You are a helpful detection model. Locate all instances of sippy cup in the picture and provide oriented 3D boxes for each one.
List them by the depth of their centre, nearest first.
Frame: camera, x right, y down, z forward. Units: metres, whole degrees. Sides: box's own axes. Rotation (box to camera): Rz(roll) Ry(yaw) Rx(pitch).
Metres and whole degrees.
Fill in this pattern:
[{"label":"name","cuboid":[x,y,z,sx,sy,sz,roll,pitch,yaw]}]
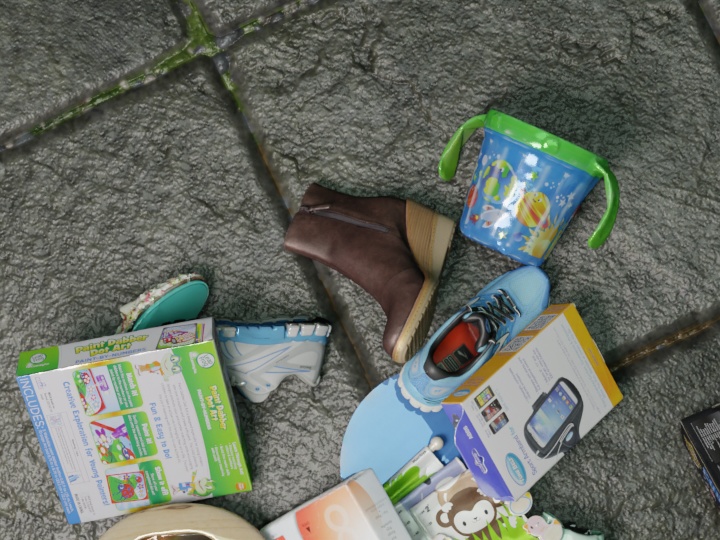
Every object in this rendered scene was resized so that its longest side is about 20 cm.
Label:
[{"label":"sippy cup","cuboid":[0.168,-0.079,1.545,0.139,0.178,0.131,20,96,-25]}]

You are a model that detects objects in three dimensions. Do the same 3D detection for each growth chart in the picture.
[{"label":"growth chart","cuboid":[0.106,0.260,1.503,0.200,0.018,0.145,41,79,18]}]

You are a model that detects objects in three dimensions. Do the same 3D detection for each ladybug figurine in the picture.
[{"label":"ladybug figurine","cuboid":[-0.178,0.304,1.533,0.198,0.072,0.137,-3,86,5]}]

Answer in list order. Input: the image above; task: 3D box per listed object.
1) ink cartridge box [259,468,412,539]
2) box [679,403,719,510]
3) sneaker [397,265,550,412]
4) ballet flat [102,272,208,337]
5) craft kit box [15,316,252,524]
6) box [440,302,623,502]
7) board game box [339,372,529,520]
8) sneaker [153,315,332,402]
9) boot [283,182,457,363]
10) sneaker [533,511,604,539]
[{"label":"ink cartridge box","cuboid":[-0.002,0.315,1.497,0.050,0.162,0.201,-20,78,-46]},{"label":"box","cuboid":[0.448,0.197,1.496,0.197,0.050,0.201,-22,50,-2]},{"label":"sneaker","cuboid":[0.128,0.064,1.530,0.078,0.090,0.200,44,67,8]},{"label":"ballet flat","cuboid":[-0.241,0.073,1.568,0.064,0.076,0.200,32,79,38]},{"label":"craft kit box","cuboid":[-0.221,0.153,1.511,0.196,0.049,0.201,-8,124,2]},{"label":"box","cuboid":[0.166,0.136,1.505,0.200,0.041,0.120,-37,106,-27]},{"label":"board game box","cuboid":[0.078,0.199,1.560,0.200,0.039,0.158,42,80,3]},{"label":"sneaker","cuboid":[-0.125,0.092,1.542,0.198,0.075,0.087,1,97,-18]},{"label":"boot","cuboid":[0.000,0.000,1.536,0.165,0.073,0.201,13,49,7]},{"label":"sneaker","cuboid":[0.153,0.301,1.527,0.199,0.074,0.119,2,90,-8]}]
